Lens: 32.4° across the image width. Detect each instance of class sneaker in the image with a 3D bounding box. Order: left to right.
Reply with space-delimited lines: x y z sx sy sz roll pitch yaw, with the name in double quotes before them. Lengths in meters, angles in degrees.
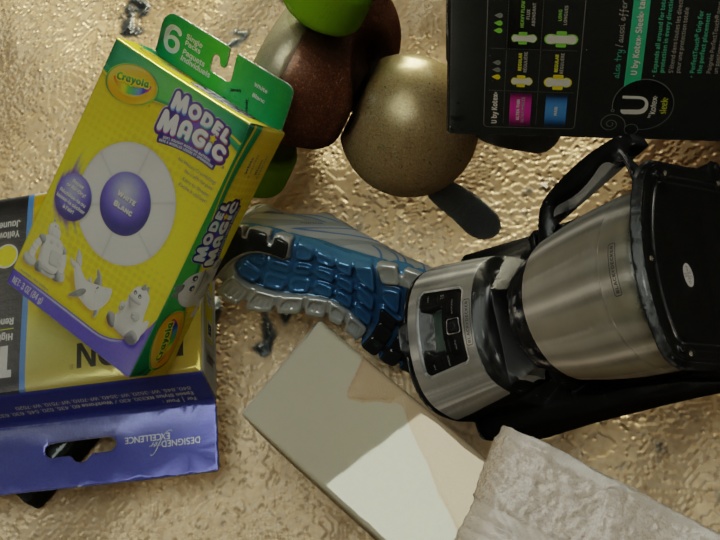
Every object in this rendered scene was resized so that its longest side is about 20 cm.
"sneaker" 0.000 0.000 0.831 0.198 0.076 0.087 23 31 3

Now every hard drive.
"hard drive" -0.251 0.051 0.882 0.199 0.033 0.140 37 80 22

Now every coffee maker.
"coffee maker" 0.151 0.034 0.716 0.199 0.191 0.136 -23 43 51

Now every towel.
"towel" 0.135 0.187 0.657 0.198 0.035 0.134 27 81 7

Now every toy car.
"toy car" 0.028 -0.109 0.822 0.198 0.165 0.158 29 38 -2

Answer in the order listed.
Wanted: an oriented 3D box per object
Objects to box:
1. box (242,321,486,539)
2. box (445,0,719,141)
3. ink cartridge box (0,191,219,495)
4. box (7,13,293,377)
"box" 0.029 0.131 0.759 0.199 0.095 0.078 39 81 21
"box" 0.148 -0.163 0.691 0.197 0.126 0.150 2 41 6
"ink cartridge box" -0.193 0.041 0.832 0.194 0.047 0.203 -8 65 8
"box" -0.129 -0.050 0.766 0.117 0.048 0.202 32 101 22
